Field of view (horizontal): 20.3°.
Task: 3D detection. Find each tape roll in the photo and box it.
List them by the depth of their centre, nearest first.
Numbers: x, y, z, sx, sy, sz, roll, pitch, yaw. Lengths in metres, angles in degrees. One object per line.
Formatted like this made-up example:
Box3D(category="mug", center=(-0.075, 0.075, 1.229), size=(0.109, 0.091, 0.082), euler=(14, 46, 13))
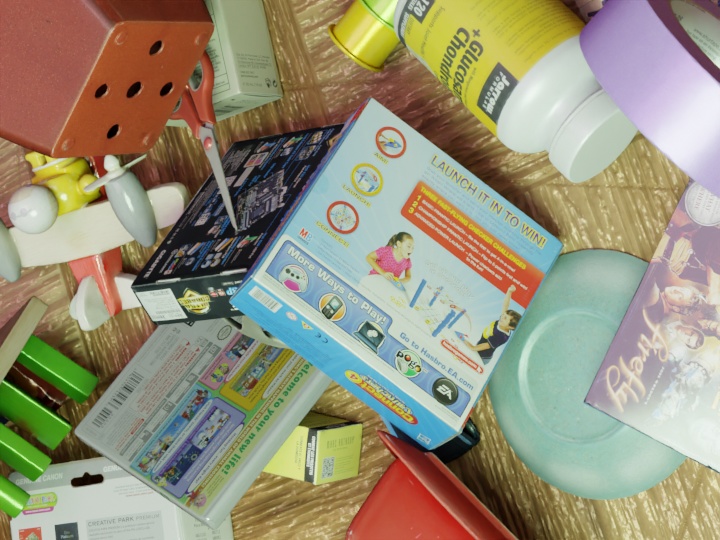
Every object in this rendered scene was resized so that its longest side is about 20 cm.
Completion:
Box3D(category="tape roll", center=(0.253, -0.129, 1.458), size=(0.066, 0.200, 0.200), euler=(-49, 68, 23))

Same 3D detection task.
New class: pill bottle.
Box3D(category="pill bottle", center=(0.127, -0.165, 1.589), size=(0.200, 0.112, 0.112), euler=(47, 113, 23))

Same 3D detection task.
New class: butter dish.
Box3D(category="butter dish", center=(0.057, 0.249, 1.577), size=(0.148, 0.200, 0.199), euler=(-44, 67, -2))

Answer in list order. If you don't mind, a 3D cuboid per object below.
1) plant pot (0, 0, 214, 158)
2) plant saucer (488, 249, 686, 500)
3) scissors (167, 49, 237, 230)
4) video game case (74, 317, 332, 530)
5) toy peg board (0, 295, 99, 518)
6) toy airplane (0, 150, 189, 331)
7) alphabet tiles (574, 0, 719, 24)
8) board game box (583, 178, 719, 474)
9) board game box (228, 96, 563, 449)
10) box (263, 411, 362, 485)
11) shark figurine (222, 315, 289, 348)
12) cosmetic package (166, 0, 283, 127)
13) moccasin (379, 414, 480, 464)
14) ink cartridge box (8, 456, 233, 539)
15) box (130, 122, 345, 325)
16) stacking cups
Box3D(category="plant pot", center=(-0.244, -0.201, 1.689), size=(0.176, 0.200, 0.200), euler=(41, 116, 22))
Box3D(category="plant saucer", center=(0.181, 0.084, 1.604), size=(0.200, 0.039, 0.203), euler=(1, 92, 31))
Box3D(category="scissors", center=(-0.126, -0.119, 1.680), size=(0.073, 0.014, 0.200), euler=(-57, 41, 24))
Box3D(category="video game case", center=(-0.126, 0.103, 1.732), size=(0.182, 0.022, 0.200), euler=(27, 72, 38))
Box3D(category="toy peg board", center=(-0.342, 0.157, 1.847), size=(0.098, 0.201, 0.199), euler=(36, 144, -12))
Box3D(category="toy airplane", center=(-0.264, -0.042, 1.818), size=(0.199, 0.141, 0.201), euler=(39, 110, 24))
Box3D(category="alphabet tiles", center=(0.244, -0.271, 1.574), size=(0.199, 0.006, 0.167), euler=(-31, 75, 28))
Box3D(category="board game box", center=(0.272, 0.041, 1.522), size=(0.135, 0.035, 0.201), euler=(27, 99, 17))
Box3D(category="board game box", center=(0.031, 0.001, 1.565), size=(0.200, 0.196, 0.056), euler=(37, 149, -7))
Box3D(category="box", center=(-0.101, 0.142, 1.762), size=(0.199, 0.075, 0.050), euler=(10, 97, 30))
Box3D(category="shark figurine", center=(-0.010, 0.019, 1.691), size=(0.214, 0.128, 0.090), euler=(-31, 29, 1))
Box3D(category="cosmetic package", center=(-0.146, -0.236, 1.780), size=(0.103, 0.073, 0.201), euler=(-15, 83, 31))
Box3D(category="moccasin", center=(0.037, 0.075, 1.640), size=(0.068, 0.200, 0.081), euler=(-19, 38, 17))
Box3D(category="ink cartridge box", center=(-0.216, 0.256, 1.830), size=(0.199, 0.084, 0.177), euler=(-10, 84, 31))
Box3D(category="box", center=(-0.080, -0.042, 1.674), size=(0.158, 0.200, 0.046), euler=(-8, 126, 36))
Box3D(category="stacking cups", center=(0.052, -0.258, 1.662), size=(0.061, 0.060, 0.200), euler=(48, 114, 21))
